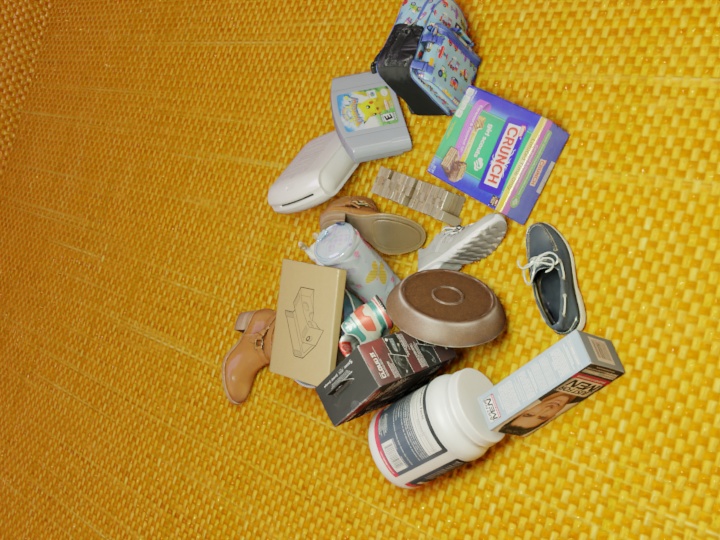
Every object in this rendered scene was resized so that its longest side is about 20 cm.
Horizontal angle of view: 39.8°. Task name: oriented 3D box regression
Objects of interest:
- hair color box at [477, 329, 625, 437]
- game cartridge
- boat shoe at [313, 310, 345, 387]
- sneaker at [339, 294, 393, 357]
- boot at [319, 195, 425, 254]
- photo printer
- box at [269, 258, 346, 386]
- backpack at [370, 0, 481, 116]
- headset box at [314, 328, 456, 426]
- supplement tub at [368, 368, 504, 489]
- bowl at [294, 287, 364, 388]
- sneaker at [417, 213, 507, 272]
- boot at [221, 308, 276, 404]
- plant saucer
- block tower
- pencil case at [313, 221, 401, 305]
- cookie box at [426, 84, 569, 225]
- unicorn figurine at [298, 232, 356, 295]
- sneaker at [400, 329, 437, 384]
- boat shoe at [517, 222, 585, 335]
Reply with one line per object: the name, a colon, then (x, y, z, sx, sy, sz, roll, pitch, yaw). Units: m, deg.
hair color box: (0.283, 0.172, 1.486, 0.200, 0.098, 0.061, -40, 52, 31)
game cartridge: (0.012, -0.301, 1.914, 0.131, 0.041, 0.202, -14, 59, -3)
boat shoe: (-0.073, 0.111, 1.748, 0.071, 0.075, 0.203, -26, 59, 40)
sneaker: (0.006, 0.120, 1.683, 0.093, 0.201, 0.071, -28, 62, -13)
boot: (0.023, -0.096, 1.846, 0.155, 0.197, 0.075, -80, -2, -69)
photo printer: (-0.085, -0.191, 1.944, 0.165, 0.070, 0.201, -14, 31, 43)
box: (-0.091, 0.088, 1.706, 0.162, 0.021, 0.203, 10, 93, 49)
backpack: (0.133, -0.399, 1.783, 0.133, 0.182, 0.202, 10, 73, 39)
headset box: (0.033, 0.166, 1.588, 0.149, 0.198, 0.078, -48, 65, 45)
supplement tub: (0.122, 0.254, 1.598, 0.199, 0.139, 0.142, -34, 55, 34)
bowl: (-0.043, 0.125, 1.841, 0.199, 0.104, 0.204, -18, 64, 42)
sneaker: (0.163, -0.051, 1.702, 0.199, 0.074, 0.083, -35, 56, 35)
boot: (-0.203, 0.176, 2.019, 0.153, 0.073, 0.203, 0, 80, 42)
plant saucer: (0.140, 0.052, 1.609, 0.200, 0.198, 0.035, 43, 136, 44)
block tower: (0.106, -0.136, 1.806, 0.199, 0.054, 0.058, 29, 99, 47)
pencil case: (0.000, 0.000, 1.764, 0.090, 0.200, 0.084, 7, 62, 44)
cookie box: (0.230, -0.199, 1.681, 0.199, 0.075, 0.173, 35, 102, 45)
unicorn figurine: (-0.064, -0.027, 1.910, 0.073, 0.137, 0.202, -26, 70, 6)
sneaker: (0.097, 0.138, 1.710, 0.078, 0.079, 0.202, 27, 99, 46)
boat shoe: (0.293, 0.008, 1.556, 0.075, 0.061, 0.203, -31, 56, 38)
